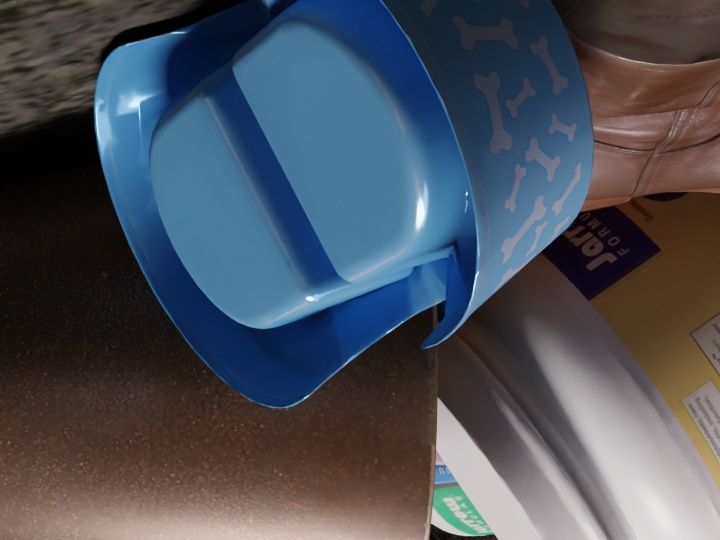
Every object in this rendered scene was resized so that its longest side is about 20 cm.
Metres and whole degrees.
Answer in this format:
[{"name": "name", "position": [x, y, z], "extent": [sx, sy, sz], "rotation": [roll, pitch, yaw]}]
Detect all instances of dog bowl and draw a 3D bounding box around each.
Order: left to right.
[{"name": "dog bowl", "position": [-0.007, -0.031, 0.591], "extent": [0.050, 0.112, 0.200], "rotation": [-27, 179, -27]}]

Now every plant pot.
[{"name": "plant pot", "position": [-0.087, 0.035, 0.757], "extent": [0.199, 0.187, 0.187], "rotation": [1, 171, -8]}]

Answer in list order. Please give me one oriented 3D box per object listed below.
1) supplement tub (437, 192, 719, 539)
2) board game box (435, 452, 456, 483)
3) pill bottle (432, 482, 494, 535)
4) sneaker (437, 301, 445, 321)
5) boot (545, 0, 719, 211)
[{"name": "supplement tub", "position": [0.126, 0.023, 0.789], "extent": [0.200, 0.146, 0.145], "rotation": [-34, 176, -7]}, {"name": "board game box", "position": [0.038, 0.048, 0.972], "extent": [0.200, 0.040, 0.153], "rotation": [-11, -167, 43]}, {"name": "pill bottle", "position": [0.084, 0.073, 1.107], "extent": [0.200, 0.113, 0.113], "rotation": [-13, 177, 38]}, {"name": "sneaker", "position": [0.000, -0.001, 0.966], "extent": [0.200, 0.077, 0.111], "rotation": [-8, 166, -23]}, {"name": "boot", "position": [0.128, -0.070, 0.626], "extent": [0.186, 0.064, 0.200], "rotation": [-17, 168, -8]}]
